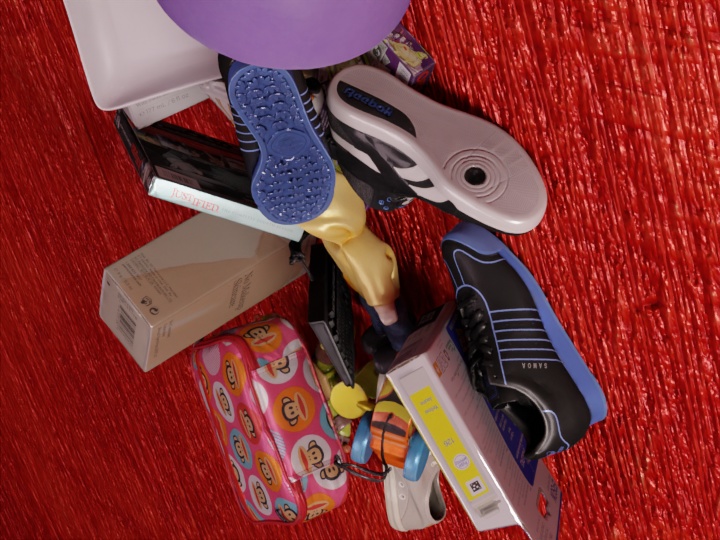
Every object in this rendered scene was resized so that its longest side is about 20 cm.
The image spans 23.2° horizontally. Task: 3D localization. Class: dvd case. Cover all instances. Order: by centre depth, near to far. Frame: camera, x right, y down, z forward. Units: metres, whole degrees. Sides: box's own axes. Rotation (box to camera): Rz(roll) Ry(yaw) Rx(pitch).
[{"bbox_3d":[-0.139,-0.089,1.577,0.022,0.145,0.200,-67,24,14],"label":"dvd case"}]

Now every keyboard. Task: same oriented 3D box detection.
[{"bbox_3d":[-0.032,0.017,1.574,0.127,0.021,0.200,60,-172,-18],"label":"keyboard"}]

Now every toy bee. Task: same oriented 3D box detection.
[{"bbox_3d":[0.043,0.128,1.528,0.130,0.109,0.200,19,179,-9],"label":"toy bee"}]

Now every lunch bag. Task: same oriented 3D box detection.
[{"bbox_3d":[-0.096,0.150,1.735,0.176,0.082,0.201,-15,94,64],"label":"lunch bag"}]

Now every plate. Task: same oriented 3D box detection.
[{"bbox_3d":[-0.156,-0.252,1.459,0.032,0.199,0.201,-48,-57,-71],"label":"plate"}]

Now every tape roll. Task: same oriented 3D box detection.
[{"bbox_3d":[-0.052,-0.245,1.233,0.200,0.200,0.085,48,153,20],"label":"tape roll"}]

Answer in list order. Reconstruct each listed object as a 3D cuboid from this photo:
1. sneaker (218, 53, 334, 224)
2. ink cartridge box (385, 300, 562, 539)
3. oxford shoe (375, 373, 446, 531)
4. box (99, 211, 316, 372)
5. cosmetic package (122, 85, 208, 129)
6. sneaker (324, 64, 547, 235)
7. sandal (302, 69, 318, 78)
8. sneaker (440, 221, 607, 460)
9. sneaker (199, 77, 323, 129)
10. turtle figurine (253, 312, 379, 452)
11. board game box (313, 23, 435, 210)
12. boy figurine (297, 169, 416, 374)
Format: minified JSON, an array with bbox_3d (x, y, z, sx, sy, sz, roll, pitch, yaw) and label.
[{"bbox_3d":[-0.064,-0.120,1.351,0.200,0.070,0.078,79,-179,-54],"label":"sneaker"},{"bbox_3d":[0.098,0.137,1.443,0.201,0.047,0.198,62,-167,-5],"label":"ink cartridge box"},{"bbox_3d":[0.050,0.161,1.670,0.057,0.075,0.201,1,117,18],"label":"oxford shoe"},{"bbox_3d":[-0.143,0.000,1.660,0.078,0.200,0.095,49,153,18],"label":"box"},{"bbox_3d":[-0.192,-0.245,1.565,0.081,0.112,0.201,48,161,59],"label":"cosmetic package"},{"bbox_3d":[0.059,-0.073,1.368,0.200,0.073,0.112,37,153,20],"label":"sneaker"},{"bbox_3d":[-0.102,-0.235,1.400,0.054,0.082,0.200,-20,114,41],"label":"sandal"},{"bbox_3d":[0.115,0.057,1.410,0.200,0.078,0.070,55,154,6],"label":"sneaker"},{"bbox_3d":[-0.086,-0.126,1.495,0.200,0.075,0.092,-139,37,-63],"label":"sneaker"},{"bbox_3d":[-0.029,0.115,1.742,0.201,0.064,0.161,65,150,6],"label":"turtle figurine"},{"bbox_3d":[-0.005,-0.149,1.453,0.120,0.032,0.200,46,151,14],"label":"board game box"},{"bbox_3d":[0.000,0.000,1.514,0.200,0.064,0.124,61,179,-40],"label":"boy figurine"}]
